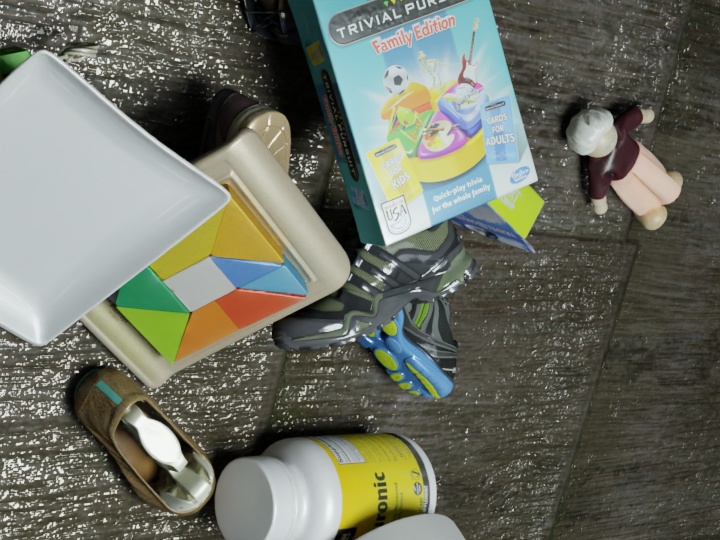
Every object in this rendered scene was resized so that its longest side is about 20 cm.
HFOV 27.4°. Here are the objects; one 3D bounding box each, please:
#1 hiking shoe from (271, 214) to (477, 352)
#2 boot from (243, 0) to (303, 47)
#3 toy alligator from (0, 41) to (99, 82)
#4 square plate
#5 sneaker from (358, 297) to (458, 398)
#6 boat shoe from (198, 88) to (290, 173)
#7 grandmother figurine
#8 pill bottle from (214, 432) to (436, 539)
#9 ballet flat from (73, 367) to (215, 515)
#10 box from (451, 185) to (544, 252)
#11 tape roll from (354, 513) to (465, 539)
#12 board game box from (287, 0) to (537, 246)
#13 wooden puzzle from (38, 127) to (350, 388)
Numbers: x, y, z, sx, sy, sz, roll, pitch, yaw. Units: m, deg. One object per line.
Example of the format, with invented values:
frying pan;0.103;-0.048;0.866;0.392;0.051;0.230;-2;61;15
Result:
hiking shoe;0.000;0.000;1.270;0.199;0.076;0.101;-25;94;-25
boot;-0.065;-0.216;1.152;0.199;0.074;0.098;-10;112;-45
toy alligator;-0.263;-0.122;1.004;0.199;0.059;0.055;-12;116;-42
square plate;-0.225;-0.048;1.038;0.199;0.029;0.198;-36;135;16
sneaker;0.037;0.038;1.386;0.200;0.070;0.083;55;45;-40
boat shoe;-0.102;-0.058;1.194;0.072;0.065;0.201;-22;141;-31
grandmother figurine;0.277;-0.118;1.555;0.200;0.060;0.122;29;78;-50
pill bottle;-0.033;0.207;1.349;0.199;0.111;0.112;3;106;-45
ballet flat;-0.162;0.154;1.222;0.068;0.072;0.201;-48;135;-19
box;0.077;-0.094;1.315;0.200;0.121;0.048;39;78;-47
tape roll;0.013;0.300;1.346;0.202;0.037;0.204;-25;146;-18
board game box;0.044;-0.140;1.165;0.150;0.047;0.202;-24;106;-23
wooden puzzle;-0.126;0.000;1.156;0.199;0.037;0.185;-30;134;7
